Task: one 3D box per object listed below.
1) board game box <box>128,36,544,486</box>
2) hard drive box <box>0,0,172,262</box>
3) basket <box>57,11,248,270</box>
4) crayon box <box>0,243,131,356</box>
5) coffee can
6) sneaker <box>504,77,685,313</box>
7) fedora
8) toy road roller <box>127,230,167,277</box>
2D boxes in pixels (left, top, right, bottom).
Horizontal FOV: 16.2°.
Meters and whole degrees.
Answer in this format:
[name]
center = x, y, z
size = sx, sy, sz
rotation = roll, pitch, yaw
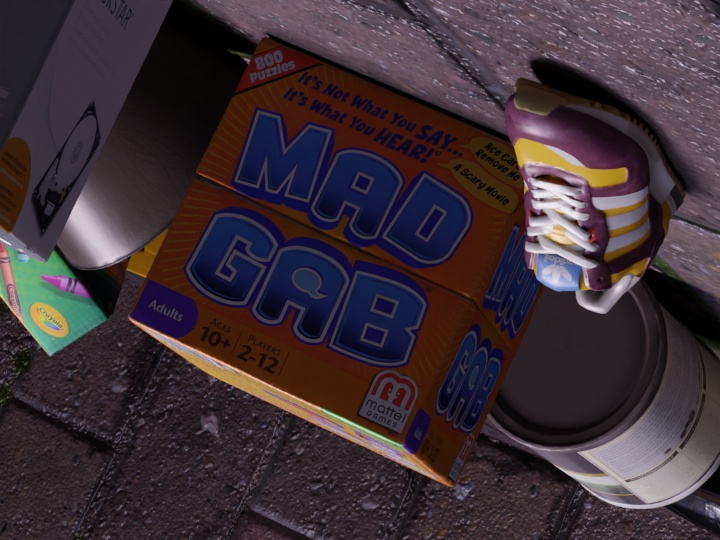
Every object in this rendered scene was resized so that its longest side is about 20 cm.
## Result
[board game box]
center = 0.000, 0.000, 1.657
size = 0.199, 0.201, 0.200
rotation = 24, 173, 15
[hard drive box]
center = -0.182, -0.122, 1.394
size = 0.076, 0.201, 0.156
rotation = 23, 174, 12
[basket]
center = -0.195, -0.127, 1.638
size = 0.200, 0.181, 0.136
rotation = 42, 174, -36
[crayon box]
center = -0.221, -0.039, 1.802
size = 0.119, 0.058, 0.200
rotation = 53, -163, -18
[coffee can]
center = 0.182, 0.084, 1.861
size = 0.146, 0.147, 0.200
rotation = 22, 173, 29
[sneaker]
center = 0.122, -0.035, 1.395
size = 0.075, 0.091, 0.200
rotation = 22, 173, 30
[fedora]
center = 0.372, 0.212, 2.380
size = 0.199, 0.092, 0.201
rotation = 26, 173, 3
[toy road roller]
center = -0.116, -0.038, 2.183
size = 0.199, 0.124, 0.146
rotation = 20, -177, 34
